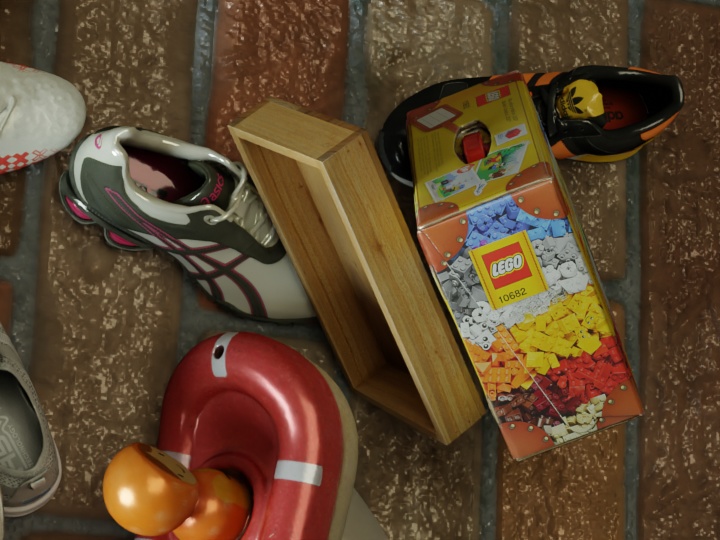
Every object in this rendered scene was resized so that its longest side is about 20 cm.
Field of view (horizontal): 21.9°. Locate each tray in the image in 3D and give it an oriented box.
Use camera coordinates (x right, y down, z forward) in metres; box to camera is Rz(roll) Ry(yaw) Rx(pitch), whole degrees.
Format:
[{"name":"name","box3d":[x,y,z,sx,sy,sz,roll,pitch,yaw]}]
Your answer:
[{"name":"tray","box3d":[0.000,0.000,1.061,0.037,0.099,0.200,-38,123,-20]}]

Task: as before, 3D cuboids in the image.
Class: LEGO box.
[{"name":"LEGO box","box3d":[0.090,-0.009,1.063,0.077,0.200,0.149,-21,111,8]}]

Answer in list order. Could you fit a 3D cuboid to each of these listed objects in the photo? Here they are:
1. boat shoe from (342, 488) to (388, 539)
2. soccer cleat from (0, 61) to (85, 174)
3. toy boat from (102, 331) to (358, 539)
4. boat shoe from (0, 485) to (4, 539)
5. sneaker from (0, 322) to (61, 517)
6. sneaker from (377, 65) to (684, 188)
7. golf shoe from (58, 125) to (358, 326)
[{"name":"boat shoe","box3d":[-0.018,0.208,1.078,0.093,0.075,0.200,-37,61,15]},{"name":"soccer cleat","box3d":[-0.252,-0.094,1.054,0.200,0.085,0.069,2,77,-19]},{"name":"toy boat","box3d":[-0.088,0.128,1.024,0.131,0.130,0.200,31,65,-47]},{"name":"boat shoe","box3d":[-0.230,0.092,0.957,0.072,0.076,0.200,-10,109,-32]},{"name":"sneaker","box3d":[-0.222,0.042,1.036,0.075,0.082,0.200,-35,91,-22]},{"name":"sneaker","box3d":[0.111,-0.100,1.179,0.200,0.090,0.070,-8,81,-21]},{"name":"golf shoe","box3d":[-0.079,-0.025,1.099,0.200,0.088,0.077,22,71,-16]}]
